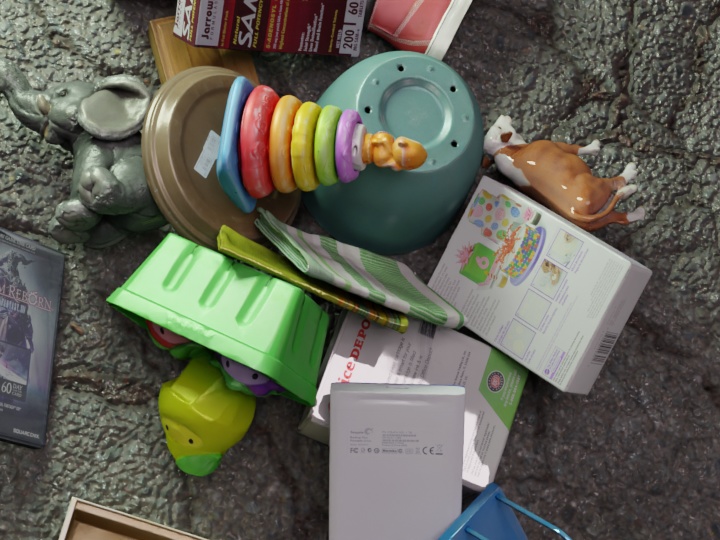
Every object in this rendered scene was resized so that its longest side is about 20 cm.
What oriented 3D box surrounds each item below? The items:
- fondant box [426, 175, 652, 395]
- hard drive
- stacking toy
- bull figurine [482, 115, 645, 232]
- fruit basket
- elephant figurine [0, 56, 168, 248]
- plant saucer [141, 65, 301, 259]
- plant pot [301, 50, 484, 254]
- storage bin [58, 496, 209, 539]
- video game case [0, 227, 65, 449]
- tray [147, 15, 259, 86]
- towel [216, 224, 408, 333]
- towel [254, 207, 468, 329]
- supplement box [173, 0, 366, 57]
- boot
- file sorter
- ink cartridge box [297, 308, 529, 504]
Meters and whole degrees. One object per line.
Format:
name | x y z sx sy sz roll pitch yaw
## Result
fondant box | 0.177 0.014 1.580 0.199 0.058 0.145 34 102 32
hard drive | 0.035 0.209 1.523 0.130 0.025 0.202 1 108 2
stacking toy | -0.032 -0.120 1.497 0.198 0.116 0.111 4 67 13
bull figurine | 0.217 -0.103 1.667 0.120 0.066 0.200 -11 39 -26
fruit basket | -0.146 0.095 1.505 0.213 0.156 0.218 -6 71 16
elephant figurine | -0.266 -0.136 1.568 0.155 0.141 0.202 16 54 -55
plant saucer | -0.132 -0.112 1.568 0.199 0.029 0.202 12 71 -39
plant pot | 0.039 -0.136 1.617 0.198 0.161 0.203 3 74 -11
storage bin | -0.211 0.346 1.465 0.197 0.094 0.202 18 71 -7
video game case | -0.350 0.061 1.504 0.019 0.142 0.202 -6 71 32
tray | -0.154 -0.178 1.653 0.098 0.037 0.202 -13 77 -16
towel | -0.046 0.008 1.502 0.198 0.086 0.018 24 96 -10
towel | 0.000 0.000 1.544 0.199 0.153 0.024 22 101 -32
supplement box | -0.091 -0.287 1.630 0.198 0.061 0.110 -2 111 -31
boot | 0.066 -0.340 1.729 0.143 0.072 0.201 29 74 -2
file sorter | 0.124 0.339 1.495 0.200 0.122 0.139 -43 128 -20
ink cartridge box | 0.054 0.130 1.587 0.198 0.084 0.147 23 71 -6
